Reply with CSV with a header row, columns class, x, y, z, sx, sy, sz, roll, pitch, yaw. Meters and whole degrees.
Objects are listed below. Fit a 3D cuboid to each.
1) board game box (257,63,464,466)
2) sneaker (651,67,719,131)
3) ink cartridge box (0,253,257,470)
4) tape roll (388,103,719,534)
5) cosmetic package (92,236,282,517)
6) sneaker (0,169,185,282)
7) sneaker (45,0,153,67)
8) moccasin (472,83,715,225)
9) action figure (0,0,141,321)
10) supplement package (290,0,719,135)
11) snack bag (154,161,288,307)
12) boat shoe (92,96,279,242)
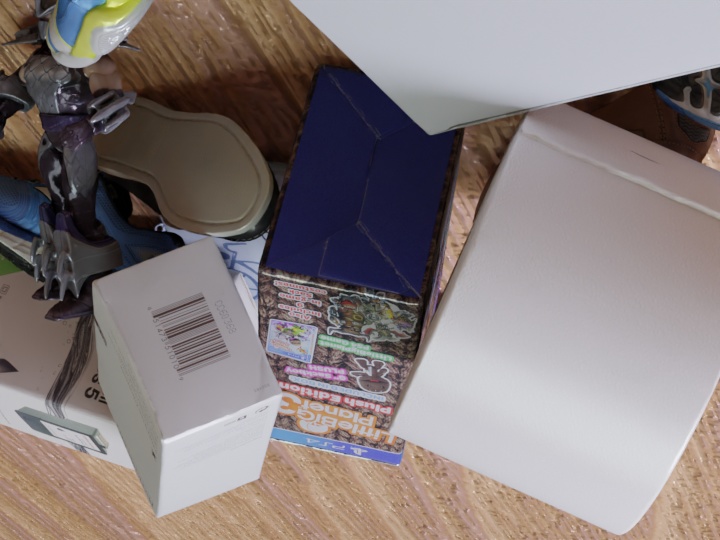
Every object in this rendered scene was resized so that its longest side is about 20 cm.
class,x,y,z,sx,sy,sz,roll,pitch,yaw
board game box,0.000,0.000,1.089,0.096,0.160,0.200,11,146,4
sneaker,0.253,-0.080,0.945,0.199,0.079,0.090,13,156,1
ink cartridge box,-0.193,0.053,1.276,0.199,0.146,0.084,15,152,20
tape roll,0.115,0.022,0.933,0.139,0.203,0.203,23,152,3
cosmetic package,-0.111,0.072,1.088,0.081,0.113,0.200,-21,162,-16
sneaker,-0.207,-0.035,1.234,0.199,0.089,0.079,28,168,17
sneaker,-0.142,-0.191,0.934,0.105,0.076,0.200,36,138,-16
moccasin,0.137,-0.045,1.057,0.073,0.078,0.201,29,149,-29
action figure,-0.181,-0.076,1.067,0.069,0.201,0.130,-12,-164,-32
supplement package,0.079,-0.167,0.825,0.199,0.111,0.156,-10,144,37
snack bag,-0.055,-0.024,1.244,0.188,0.021,0.200,4,148,16
boat shoe,-0.104,-0.057,1.094,0.200,0.074,0.060,21,167,48
